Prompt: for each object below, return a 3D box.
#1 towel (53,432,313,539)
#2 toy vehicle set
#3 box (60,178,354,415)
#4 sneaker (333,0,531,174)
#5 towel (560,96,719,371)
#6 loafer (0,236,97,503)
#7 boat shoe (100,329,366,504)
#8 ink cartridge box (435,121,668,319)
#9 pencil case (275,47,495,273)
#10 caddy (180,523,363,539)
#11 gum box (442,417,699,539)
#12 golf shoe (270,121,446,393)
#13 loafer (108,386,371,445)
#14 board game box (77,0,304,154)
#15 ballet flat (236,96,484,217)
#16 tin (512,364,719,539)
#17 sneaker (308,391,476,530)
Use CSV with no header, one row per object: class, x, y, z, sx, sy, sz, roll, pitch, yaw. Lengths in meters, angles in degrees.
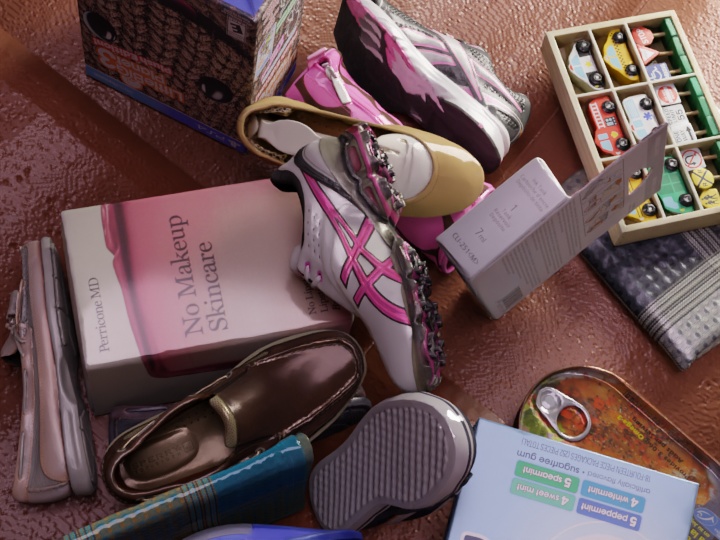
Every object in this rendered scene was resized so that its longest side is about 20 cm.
towel,-0.128,0.174,0.905,0.198,0.147,0.022,-20,68,-15
toy vehicle set,0.244,-0.126,1.129,0.123,0.027,0.202,-12,67,-10
box,-0.118,0.017,0.996,0.197,0.109,0.129,-10,69,-13
sneaker,0.064,-0.172,1.135,0.200,0.080,0.086,47,56,4
towel,0.283,-0.039,1.126,0.199,0.035,0.193,-33,72,-18
loafer,-0.242,0.072,0.979,0.062,0.072,0.202,-12,71,-5
boat shoe,-0.084,0.106,0.906,0.201,0.075,0.075,-31,88,-4
ink cartridge box,0.147,-0.044,0.983,0.173,0.200,0.044,-40,75,2
pencil case,0.023,-0.092,1.072,0.200,0.094,0.091,40,55,9
caddy,-0.088,0.226,0.891,0.197,0.142,0.106,-12,71,-14
gum box,0.138,0.228,0.949,0.168,0.045,0.202,16,77,4
golf shoe,0.000,0.000,0.932,0.091,0.073,0.202,-22,70,9
loafer,-0.092,0.106,0.984,0.198,0.072,0.064,-15,65,-11
board game box,-0.134,-0.210,1.044,0.158,0.200,0.098,26,66,5
ballet flat,-0.005,-0.084,1.005,0.198,0.063,0.070,14,95,12
tin,0.205,0.162,1.018,0.200,0.042,0.112,42,63,10
sneaker,0.037,0.130,0.922,0.079,0.200,0.079,-10,75,-31
